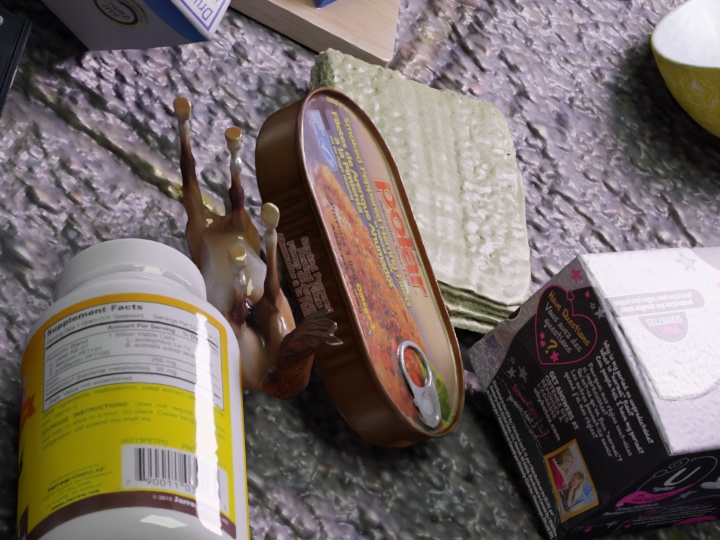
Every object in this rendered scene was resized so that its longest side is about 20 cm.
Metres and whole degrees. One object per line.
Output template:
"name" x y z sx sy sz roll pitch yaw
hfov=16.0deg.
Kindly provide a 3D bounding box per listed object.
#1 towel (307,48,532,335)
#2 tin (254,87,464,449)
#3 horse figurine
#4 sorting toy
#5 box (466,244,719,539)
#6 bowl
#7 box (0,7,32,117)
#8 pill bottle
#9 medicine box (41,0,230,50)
"towel" 0.034 -0.044 1.542 0.148 0.037 0.201 18 43 -24
"tin" 0.000 0.000 1.403 0.112 0.042 0.201 -8 78 -59
"horse figurine" -0.060 0.003 1.331 0.050 0.133 0.200 -14 41 -11
"sorting toy" -0.049 -0.247 1.660 0.199 0.070 0.199 26 38 -15
"box" 0.184 0.065 1.469 0.199 0.115 0.133 -3 61 -42
"bowl" 0.309 -0.132 1.785 0.200 0.199 0.108 -50 129 -53
"box" -0.283 -0.115 1.344 0.199 0.046 0.159 27 38 -14
"pill bottle" -0.109 0.082 1.227 0.109 0.109 0.201 19 40 -23
"medicine box" -0.133 -0.259 1.458 0.182 0.102 0.201 47 57 -38
